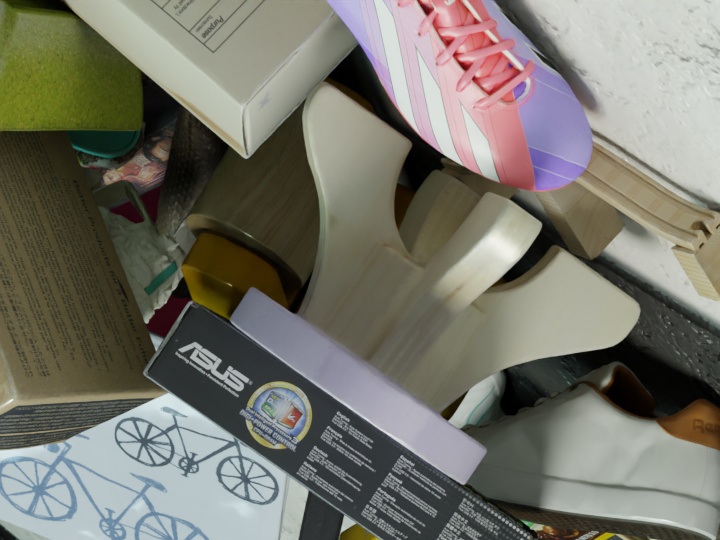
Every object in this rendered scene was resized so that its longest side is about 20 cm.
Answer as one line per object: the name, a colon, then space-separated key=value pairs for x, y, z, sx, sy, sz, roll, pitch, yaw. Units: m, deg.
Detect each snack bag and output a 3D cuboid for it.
snack bag: x=-0.126 y=0.099 z=1.572 sx=0.188 sy=0.021 sz=0.201 roll=20 pitch=133 yaw=11

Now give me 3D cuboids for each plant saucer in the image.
plant saucer: x=-0.201 y=-0.149 z=1.366 sx=0.200 sy=0.048 sz=0.200 roll=41 pitch=-166 yaw=13

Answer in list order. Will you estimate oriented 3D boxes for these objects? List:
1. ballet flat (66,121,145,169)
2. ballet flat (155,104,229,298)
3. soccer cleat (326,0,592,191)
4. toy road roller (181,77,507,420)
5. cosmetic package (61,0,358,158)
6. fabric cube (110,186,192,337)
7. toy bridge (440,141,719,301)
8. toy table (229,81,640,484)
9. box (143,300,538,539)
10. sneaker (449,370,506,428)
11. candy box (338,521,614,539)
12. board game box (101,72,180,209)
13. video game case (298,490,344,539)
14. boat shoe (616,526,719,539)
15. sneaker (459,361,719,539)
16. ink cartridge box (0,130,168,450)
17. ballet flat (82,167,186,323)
ballet flat: x=-0.205 y=-0.117 z=1.493 sx=0.200 sy=0.076 sz=0.064 roll=35 pitch=155 yaw=-9
ballet flat: x=-0.080 y=-0.067 z=1.512 sx=0.046 sy=0.067 sz=0.201 roll=49 pitch=144 yaw=33
soccer cleat: x=0.030 y=-0.114 z=1.209 sx=0.200 sy=0.067 sz=0.076 roll=48 pitch=160 yaw=-3
toy road roller: x=0.000 y=0.000 z=1.481 sx=0.145 sy=0.123 sz=0.200 roll=25 pitch=163 yaw=17
cosmetic package: x=-0.094 y=-0.160 z=1.322 sx=0.200 sy=0.105 sz=0.071 roll=42 pitch=166 yaw=12
fabric cube: x=-0.166 y=-0.011 z=1.708 sx=0.200 sy=0.199 sz=0.196 roll=46 pitch=165 yaw=-11
toy bridge: x=0.097 y=-0.038 z=1.298 sx=0.200 sy=0.027 sz=0.067 roll=22 pitch=153 yaw=53
toy table: x=0.023 y=0.012 z=1.277 sx=0.184 sy=0.117 sz=0.200 roll=35 pitch=179 yaw=-23
box: x=-0.005 y=0.091 z=1.365 sx=0.200 sy=0.044 sz=0.160 roll=34 pitch=178 yaw=5
sneaker: x=0.045 y=0.086 z=1.655 sx=0.070 sy=0.080 sz=0.201 roll=35 pitch=161 yaw=36
candy box: x=0.074 y=0.153 z=1.661 sx=0.102 sy=0.027 sz=0.200 roll=22 pitch=150 yaw=-19
board game box: x=-0.156 y=-0.131 z=1.526 sx=0.135 sy=0.035 sz=0.200 roll=-24 pitch=119 yaw=27
video game case: x=-0.016 y=0.121 z=1.703 sx=0.025 sy=0.201 sz=0.181 roll=12 pitch=162 yaw=0
boat shoe: x=0.187 y=0.159 z=1.513 sx=0.200 sy=0.063 sz=0.073 roll=42 pitch=164 yaw=6
sneaker: x=0.107 y=0.090 z=1.460 sx=0.199 sy=0.085 sz=0.073 roll=4 pitch=167 yaw=37
ink cartridge box: x=-0.191 y=-0.015 z=1.362 sx=0.201 sy=0.075 sz=0.165 roll=66 pitch=-161 yaw=11
ballet flat: x=-0.155 y=-0.030 z=1.514 sx=0.200 sy=0.072 sz=0.072 roll=39 pitch=165 yaw=44
